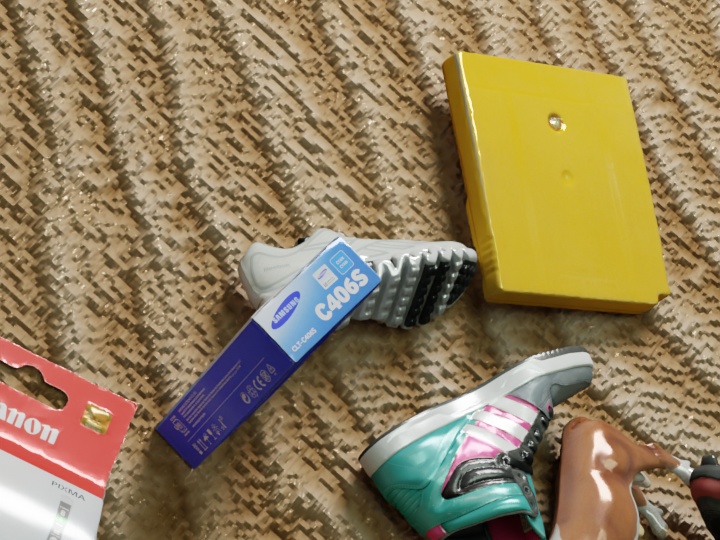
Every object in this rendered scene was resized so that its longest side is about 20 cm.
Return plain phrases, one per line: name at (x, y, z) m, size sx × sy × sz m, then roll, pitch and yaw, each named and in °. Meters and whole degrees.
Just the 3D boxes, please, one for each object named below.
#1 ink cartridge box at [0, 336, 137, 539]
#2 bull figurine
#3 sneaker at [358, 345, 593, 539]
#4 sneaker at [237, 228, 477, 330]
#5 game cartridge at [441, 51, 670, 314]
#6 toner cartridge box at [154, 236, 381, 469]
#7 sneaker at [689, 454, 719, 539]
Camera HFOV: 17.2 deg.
ink cartridge box at (-0.242, 0.133, 1.571) m, size 0.160 × 0.050 × 0.201 m, roll 27°, pitch 60°, yaw -12°
bull figurine at (0.179, 0.204, 1.733) m, size 0.121 × 0.065 × 0.201 m, roll 22°, pitch 62°, yaw -20°
sneaker at (0.109, 0.140, 1.714) m, size 0.199 × 0.084 × 0.121 m, roll -25°, pitch 75°, yaw -25°
sneaker at (0.000, 0.000, 1.738) m, size 0.199 × 0.075 × 0.081 m, roll -8°, pitch 45°, yaw -37°
game cartridge at (0.153, -0.066, 1.852) m, size 0.175 × 0.032 × 0.202 m, roll 6°, pitch 66°, yaw -34°
toner cartridge box at (-0.065, 0.058, 1.599) m, size 0.043 × 0.200 × 0.095 m, roll 45°, pitch 56°, yaw 1°
sneaker at (0.304, 0.222, 1.759) m, size 0.201 × 0.071 × 0.098 m, roll 47°, pitch 60°, yaw -25°
